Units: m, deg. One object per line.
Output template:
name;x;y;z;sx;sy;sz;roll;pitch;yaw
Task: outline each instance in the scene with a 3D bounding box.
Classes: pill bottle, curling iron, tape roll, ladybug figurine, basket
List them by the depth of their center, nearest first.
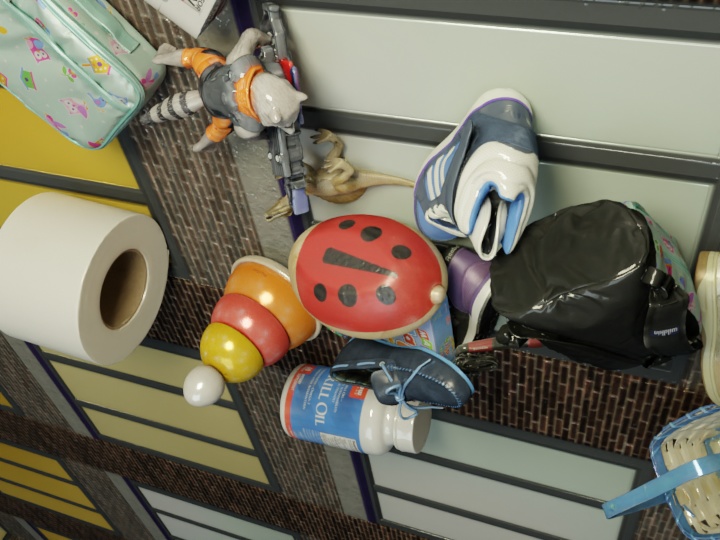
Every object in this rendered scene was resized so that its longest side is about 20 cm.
ladybug figurine;0.000;0.000;0.838;0.199;0.136;0.072;11;167;33
basket;0.386;0.223;0.866;0.199;0.140;0.176;-3;152;-21
curling iron;0.198;0.079;0.881;0.199;0.026;0.050;-16;138;6
tape roll;-0.364;0.009;1.034;0.139;0.203;0.203;13;142;14
pill bottle;-0.005;0.201;1.130;0.199;0.112;0.112;6;139;23

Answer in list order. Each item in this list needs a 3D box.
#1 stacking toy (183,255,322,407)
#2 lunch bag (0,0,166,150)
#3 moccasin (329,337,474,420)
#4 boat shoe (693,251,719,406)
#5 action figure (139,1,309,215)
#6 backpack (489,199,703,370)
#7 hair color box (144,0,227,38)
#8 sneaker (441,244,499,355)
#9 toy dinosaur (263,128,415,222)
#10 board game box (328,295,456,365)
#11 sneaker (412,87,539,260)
stacking toy;-0.156;0.091;1.002;0.146;0.200;0.146;27;145;21
lunch bag;-0.311;-0.230;0.817;0.200;0.077;0.160;42;140;-20
moccasin;0.042;0.129;0.897;0.200;0.068;0.081;4;131;53
boat shoe;0.374;0.064;0.783;0.065;0.072;0.200;1;131;31
action figure;-0.119;-0.142;0.757;0.193;0.104;0.201;6;113;49
backpack;0.230;0.017;0.718;0.167;0.127;0.200;-18;149;38
hair color box;-0.194;-0.305;0.674;0.200;0.061;0.099;36;142;-12
sneaker;0.113;0.042;0.923;0.087;0.076;0.200;36;146;19
toy dinosaur;-0.019;-0.100;0.840;0.199;0.058;0.101;-7;151;19
board game box;0.024;0.051;0.937;0.200;0.037;0.152;26;146;35
sneaker;0.096;-0.054;0.724;0.080;0.147;0.200;19;140;-10
